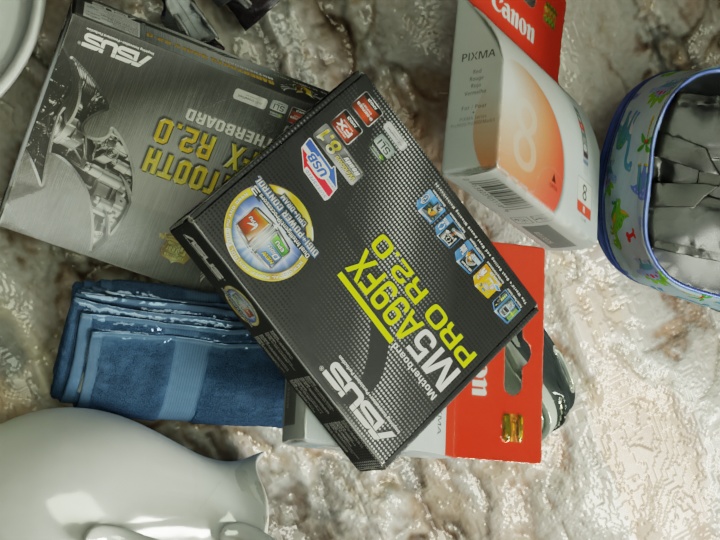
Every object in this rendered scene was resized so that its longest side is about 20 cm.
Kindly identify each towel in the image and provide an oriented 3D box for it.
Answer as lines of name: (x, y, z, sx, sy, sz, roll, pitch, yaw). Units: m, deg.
towel: (-0.112, 0.065, 1.020, 0.197, 0.049, 0.113, 6, 131, -18)

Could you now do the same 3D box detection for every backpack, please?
backpack: (0.273, -0.061, 1.092, 0.197, 0.147, 0.186, 7, 94, -20)

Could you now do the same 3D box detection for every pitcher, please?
pitcher: (-0.152, 0.164, 0.975, 0.197, 0.171, 0.123, 10, 97, -18)

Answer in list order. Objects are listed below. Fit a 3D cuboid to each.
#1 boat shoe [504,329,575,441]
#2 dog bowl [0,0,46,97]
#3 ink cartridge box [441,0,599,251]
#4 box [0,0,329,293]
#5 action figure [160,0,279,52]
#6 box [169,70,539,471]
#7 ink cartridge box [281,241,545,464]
boat shoe: (0.090, 0.034, 1.094, 0.060, 0.075, 0.202, -33, 95, -50)
dog bowl: (-0.306, -0.185, 0.947, 0.197, 0.079, 0.203, -2, 96, -16)
ink cartridge box: (0.122, -0.133, 1.023, 0.162, 0.050, 0.203, 29, 65, -53)
box: (-0.128, -0.075, 0.996, 0.198, 0.048, 0.160, 20, 111, -17)
action figure: (-0.144, -0.239, 0.997, 0.130, 0.069, 0.201, -41, 101, -4)
box: (0.000, 0.000, 0.938, 0.160, 0.044, 0.201, -41, 99, -26)
ink cartridge box: (0.048, 0.045, 0.999, 0.197, 0.047, 0.163, 7, 77, -21)
